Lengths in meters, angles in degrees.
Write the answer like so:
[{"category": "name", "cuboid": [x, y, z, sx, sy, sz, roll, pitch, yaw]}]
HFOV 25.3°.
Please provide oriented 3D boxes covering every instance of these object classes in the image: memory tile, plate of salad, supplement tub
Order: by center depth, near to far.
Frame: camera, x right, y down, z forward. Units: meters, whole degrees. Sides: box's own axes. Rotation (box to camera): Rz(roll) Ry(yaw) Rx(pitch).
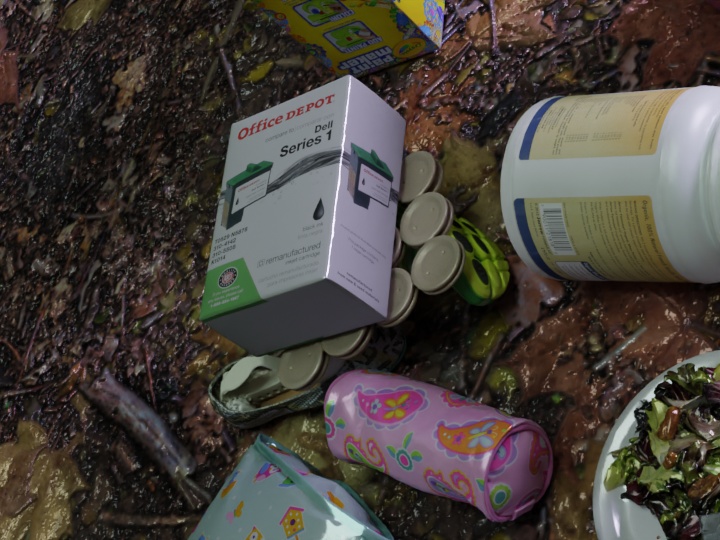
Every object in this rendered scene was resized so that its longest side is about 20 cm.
[{"category": "plate of salad", "cuboid": [0.246, 0.144, 1.126, 0.199, 0.048, 0.202, -21, 53, 31]}, {"category": "supplement tub", "cuboid": [0.221, -0.063, 1.205, 0.199, 0.144, 0.146, 2, 66, 41]}, {"category": "memory tile", "cuboid": [0.000, 0.000, 1.350, 0.199, 0.017, 0.154, -36, 44, 22]}]

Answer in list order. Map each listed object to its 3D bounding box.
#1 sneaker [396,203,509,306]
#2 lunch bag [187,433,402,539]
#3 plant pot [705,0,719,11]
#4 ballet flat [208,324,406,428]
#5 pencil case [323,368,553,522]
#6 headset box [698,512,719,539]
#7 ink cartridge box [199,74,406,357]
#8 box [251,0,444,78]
[{"category": "sneaker", "cuboid": [0.057, -0.014, 1.379, 0.200, 0.074, 0.084, 40, 107, 49]}, {"category": "lunch bag", "cuboid": [-0.057, 0.244, 1.256, 0.171, 0.122, 0.200, -56, 26, -2]}, {"category": "plant pot", "cuboid": [0.289, -0.302, 1.266, 0.199, 0.179, 0.202, -22, 52, 30]}, {"category": "ballet flat", "cuboid": [-0.055, 0.087, 1.408, 0.199, 0.072, 0.073, -24, 51, 28]}, {"category": "pencil case", "cuboid": [0.057, 0.136, 1.273, 0.199, 0.087, 0.088, 14, 74, 45]}, {"category": "headset box", "cuboid": [0.316, 0.175, 0.943, 0.199, 0.174, 0.094, -16, 74, 32]}, {"category": "ink cartridge box", "cuboid": [-0.047, -0.046, 1.348, 0.145, 0.084, 0.202, -18, 53, 35]}, {"category": "box", "cuboid": [-0.015, -0.326, 1.534, 0.121, 0.192, 0.202, -15, 55, 33]}]
